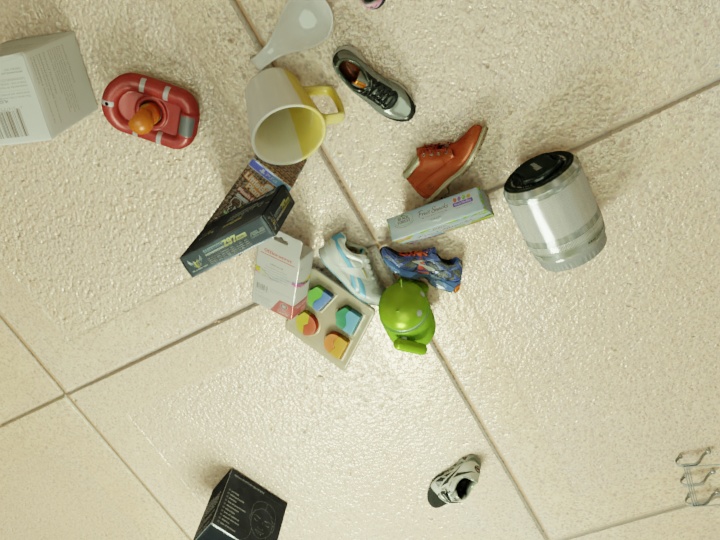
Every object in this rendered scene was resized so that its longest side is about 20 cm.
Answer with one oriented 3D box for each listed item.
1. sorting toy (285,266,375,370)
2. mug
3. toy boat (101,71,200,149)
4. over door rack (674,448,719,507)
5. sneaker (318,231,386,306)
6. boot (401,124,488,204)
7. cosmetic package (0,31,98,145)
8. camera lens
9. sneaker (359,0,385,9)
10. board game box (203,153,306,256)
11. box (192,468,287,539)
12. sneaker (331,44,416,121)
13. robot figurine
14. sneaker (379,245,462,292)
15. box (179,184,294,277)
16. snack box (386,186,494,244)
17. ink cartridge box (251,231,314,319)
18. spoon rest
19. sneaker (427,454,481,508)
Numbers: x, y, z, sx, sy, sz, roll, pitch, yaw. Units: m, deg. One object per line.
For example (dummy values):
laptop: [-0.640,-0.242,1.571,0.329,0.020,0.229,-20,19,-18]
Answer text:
sorting toy: [-0.077,0.116,1.650,0.184,0.036,0.202,33,121,13]
mug: [-0.145,-0.311,1.399,0.184,0.155,0.150,11,134,-40]
toy boat: [-0.435,-0.318,1.449,0.197,0.131,0.132,18,119,-1]
over door rack: [0.880,0.509,1.716,0.197,0.067,0.150,-6,119,36]
sneaker: [0.000,0.000,1.586,0.081,0.077,0.200,-41,108,20]
boot: [0.170,-0.232,1.439,0.107,0.075,0.200,39,118,-7]
cosmetic package: [-0.665,-0.365,1.420,0.164,0.201,0.169,-4,118,11]
camera lens: [0.386,-0.121,1.411,0.158,0.161,0.202,-23,113,19]
sneaker: [0.009,-0.573,1.272,0.069,0.082,0.203,-11,116,14]
board game box: [-0.218,-0.160,1.484,0.096,0.160,0.200,36,117,-11]
box: [-0.325,0.691,1.933,0.199,0.198,0.124,36,119,-11]
sneaker: [0.022,-0.356,1.390,0.199,0.080,0.074,35,116,-12]
robot figurine: [0.104,0.103,1.576,0.113,0.178,0.201,-1,149,16]
sneaker: [0.136,-0.020,1.564,0.197,0.076,0.080,17,108,-8]
box: [-0.232,-0.077,1.349,0.198,0.158,0.051,-25,112,21]
snack box: [0.167,-0.109,1.461,0.197,0.142,0.054,-19,82,18]
ink cartridge box: [-0.173,-0.007,1.594,0.115,0.067,0.203,24,122,19]
spoon rest: [-0.138,-0.452,1.373,0.199,0.061,0.100,-34,109,24]
sneaker: [0.238,0.570,1.847,0.073,0.089,0.201,31,120,-10]
